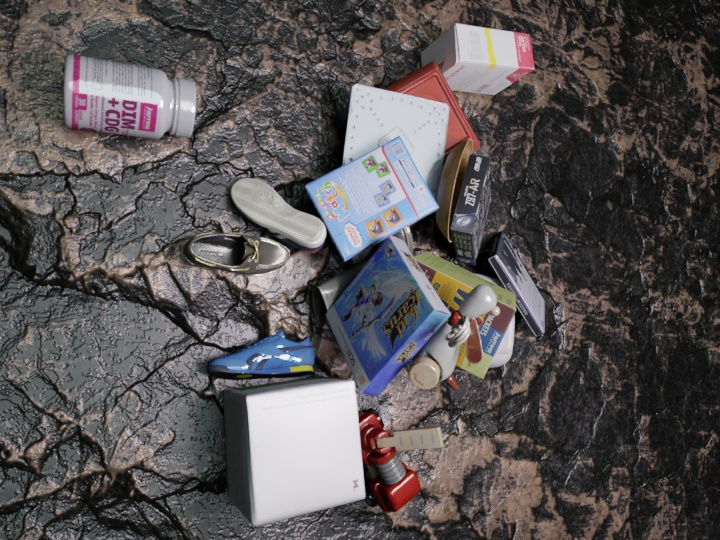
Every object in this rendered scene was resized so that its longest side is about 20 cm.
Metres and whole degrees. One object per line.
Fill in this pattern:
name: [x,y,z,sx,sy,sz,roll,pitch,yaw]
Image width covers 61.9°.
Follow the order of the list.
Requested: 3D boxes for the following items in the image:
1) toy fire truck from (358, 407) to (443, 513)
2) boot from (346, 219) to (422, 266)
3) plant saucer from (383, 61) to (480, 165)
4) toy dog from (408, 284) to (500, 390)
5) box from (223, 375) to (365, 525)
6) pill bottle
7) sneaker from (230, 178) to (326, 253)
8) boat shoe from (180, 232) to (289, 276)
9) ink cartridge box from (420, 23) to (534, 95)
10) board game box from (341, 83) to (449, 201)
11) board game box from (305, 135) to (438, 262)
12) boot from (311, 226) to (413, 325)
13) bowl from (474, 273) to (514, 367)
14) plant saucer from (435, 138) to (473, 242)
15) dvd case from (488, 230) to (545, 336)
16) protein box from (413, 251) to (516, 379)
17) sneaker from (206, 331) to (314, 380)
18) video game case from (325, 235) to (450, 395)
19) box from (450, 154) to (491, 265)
toy fire truck: [0.066,0.344,1.090,0.128,0.199,0.178,-30,97,-24]
boot: [0.025,-0.128,1.190,0.199,0.065,0.167,-32,111,-19]
plant saucer: [0.124,-0.292,1.197,0.198,0.037,0.202,-32,95,-13]
toy dog: [0.159,0.123,0.959,0.096,0.200,0.133,36,46,-7]
box: [-0.118,0.293,1.021,0.196,0.171,0.204,-3,86,-26]
pill bottle: [-0.378,-0.280,0.987,0.197,0.113,0.116,2,84,-26]
sneaker: [-0.153,-0.093,1.107,0.199,0.085,0.075,34,72,7]
boat shoe: [-0.215,-0.030,1.070,0.198,0.060,0.074,3,83,-26]
ink cartridge box: [0.249,-0.451,1.293,0.197,0.145,0.085,-4,85,-26]
board game box: [0.065,-0.236,1.149,0.196,0.026,0.204,8,86,-14]
board game box: [0.020,-0.131,1.091,0.198,0.037,0.153,-28,86,-8]
boot: [0.001,0.000,1.136,0.197,0.073,0.184,-17,129,-24]
bowl: [0.251,0.104,1.277,0.197,0.074,0.204,10,80,-23]
plant saucer: [0.181,-0.157,1.174,0.035,0.200,0.203,12,76,16]
dvd case: [0.345,0.025,1.311,0.202,0.025,0.151,57,27,-11]
protein box: [0.170,0.073,1.115,0.198,0.198,0.137,26,101,10]
sneaker: [-0.177,0.152,1.073,0.197,0.066,0.080,1,73,-26]
video game case: [0.038,0.075,1.015,0.045,0.182,0.201,17,121,-41]
box: [0.231,-0.118,1.230,0.043,0.200,0.163,12,77,16]
